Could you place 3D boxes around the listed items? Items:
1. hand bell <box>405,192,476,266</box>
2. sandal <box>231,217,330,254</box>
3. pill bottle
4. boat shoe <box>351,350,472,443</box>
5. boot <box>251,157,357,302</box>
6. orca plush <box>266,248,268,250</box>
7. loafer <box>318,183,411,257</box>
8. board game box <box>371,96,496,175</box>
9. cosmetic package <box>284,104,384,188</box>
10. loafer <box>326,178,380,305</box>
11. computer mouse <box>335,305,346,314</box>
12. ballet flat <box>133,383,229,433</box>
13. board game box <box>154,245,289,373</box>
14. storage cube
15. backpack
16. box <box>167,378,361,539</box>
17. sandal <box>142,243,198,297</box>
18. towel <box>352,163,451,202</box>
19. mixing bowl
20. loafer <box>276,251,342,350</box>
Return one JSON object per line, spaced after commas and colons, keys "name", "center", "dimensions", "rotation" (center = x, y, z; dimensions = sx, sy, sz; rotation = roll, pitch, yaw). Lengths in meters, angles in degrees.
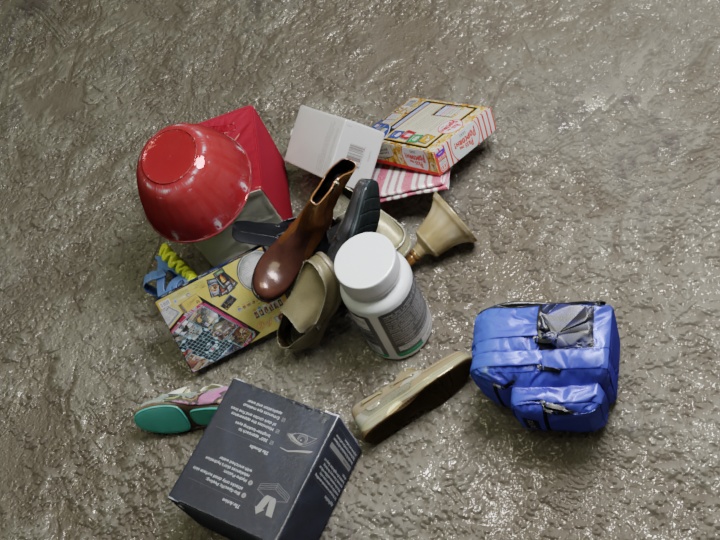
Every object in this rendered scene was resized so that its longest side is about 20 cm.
{"name": "hand bell", "center": [0.082, -0.021, 1.505], "dimensions": [0.200, 0.104, 0.105], "rotation": [-42, 51, 5]}
{"name": "sandal", "center": [-0.110, -0.062, 1.517], "dimensions": [0.196, 0.044, 0.076], "rotation": [5, 21, -17]}
{"name": "pill bottle", "center": [0.034, 0.039, 1.394], "dimensions": [0.111, 0.201, 0.115], "rotation": [-9, 55, 14]}
{"name": "boat shoe", "center": [0.075, 0.174, 1.371], "dimensions": [0.198, 0.072, 0.065], "rotation": [-36, 52, 2]}
{"name": "boot", "center": [-0.083, -0.055, 1.381], "dimensions": [0.068, 0.200, 0.188], "rotation": [43, 62, 2]}
{"name": "orca plush", "center": [-0.152, -0.001, 1.601], "dimensions": [0.198, 0.072, 0.105], "rotation": [-30, 6, -13]}
{"name": "loafer", "center": [-0.005, -0.079, 1.485], "dimensions": [0.198, 0.069, 0.076], "rotation": [32, 74, 26]}
{"name": "board game box", "center": [0.111, -0.236, 1.599], "dimensions": [0.151, 0.047, 0.198], "rotation": [-39, 35, -25]}
{"name": "cosmetic package", "center": [-0.050, -0.214, 1.609], "dimensions": [0.200, 0.084, 0.110], "rotation": [35, 108, 60]}
{"name": "loafer", "center": [-0.023, -0.050, 1.426], "dimensions": [0.071, 0.072, 0.204], "rotation": [25, 108, 27]}
{"name": "computer mouse", "center": [0.000, 0.000, 1.526], "dimensions": [0.138, 0.046, 0.202], "rotation": [-13, 42, 34]}
{"name": "ballet flat", "center": [-0.266, 0.215, 1.478], "dimensions": [0.196, 0.070, 0.072], "rotation": [-9, 35, 23]}
{"name": "board game box", "center": [-0.219, 0.062, 1.526], "dimensions": [0.197, 0.137, 0.035], "rotation": [-26, 12, 1]}
{"name": "storage cube", "center": [-0.227, -0.145, 1.630], "dimensions": [0.168, 0.201, 0.183], "rotation": [-16, 58, 9]}
{"name": "backpack", "center": [0.248, 0.129, 1.275], "dimensions": [0.196, 0.163, 0.171], "rotation": [2, 61, 21]}
{"name": "box", "center": [-0.135, 0.291, 1.340], "dimensions": [0.194, 0.118, 0.202], "rotation": [14, 62, 30]}
{"name": "sandal", "center": [-0.316, 0.037, 1.619], "dimensions": [0.087, 0.080, 0.199], "rotation": [-45, 45, -7]}
{"name": "towel", "center": [0.063, -0.152, 1.589], "dimensions": [0.196, 0.030, 0.147], "rotation": [-11, 26, 18]}
{"name": "mixing bowl", "center": [-0.282, -0.158, 1.488], "dimensions": [0.196, 0.109, 0.204], "rotation": [-6, 68, 13]}
{"name": "loafer", "center": [-0.082, 0.058, 1.432], "dimensions": [0.067, 0.202, 0.076], "rotation": [-24, 55, -36]}
